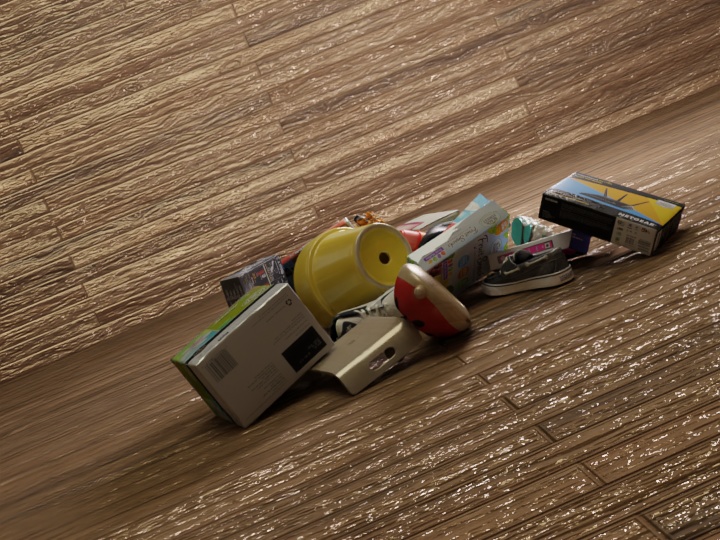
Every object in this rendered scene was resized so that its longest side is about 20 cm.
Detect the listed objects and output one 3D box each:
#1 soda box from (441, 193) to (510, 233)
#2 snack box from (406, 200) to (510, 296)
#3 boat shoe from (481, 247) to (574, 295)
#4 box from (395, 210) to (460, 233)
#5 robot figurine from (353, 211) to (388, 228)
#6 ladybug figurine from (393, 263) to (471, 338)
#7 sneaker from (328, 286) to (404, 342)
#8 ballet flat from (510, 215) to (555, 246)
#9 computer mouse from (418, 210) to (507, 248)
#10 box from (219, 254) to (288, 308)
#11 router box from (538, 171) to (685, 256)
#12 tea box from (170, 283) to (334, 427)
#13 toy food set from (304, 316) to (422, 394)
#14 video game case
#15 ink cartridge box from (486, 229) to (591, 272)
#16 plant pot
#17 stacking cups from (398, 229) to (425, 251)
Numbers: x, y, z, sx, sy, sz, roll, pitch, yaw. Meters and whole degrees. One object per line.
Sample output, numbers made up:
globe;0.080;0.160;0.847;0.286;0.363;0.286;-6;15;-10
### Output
soda box;0.191;-0.046;1.683;0.200;0.068;0.064;-47;52;-1
snack box;0.177;-0.020;1.589;0.200;0.053;0.142;-33;-32;-18
boat shoe;0.276;-0.003;1.507;0.072;0.068;0.200;-26;7;-31
box;0.161;-0.054;1.986;0.109;0.128;0.200;-25;7;-16
robot figurine;0.062;-0.048;1.880;0.058;0.200;0.145;-41;26;-1
ladybug figurine;0.105;0.053;1.369;0.072;0.136;0.200;-47;-22;4
sneaker;0.017;0.093;1.548;0.199;0.080;0.129;-17;11;39
ballet flat;0.363;-0.073;1.839;0.071;0.072;0.200;-22;9;2
computer mouse;0.209;-0.053;1.806;0.199;0.141;0.046;-19;42;-8
box;-0.182;0.086;1.709;0.050;0.201;0.158;-13;11;28
router box;0.420;-0.100;1.474;0.199;0.051;0.149;22;31;28
tea box;-0.182;0.135;1.451;0.200;0.134;0.197;-42;13;-21
toy food set;0.001;0.139;1.398;0.143;0.061;0.200;-37;11;-19
video game case;-0.080;-0.015;1.848;0.200;0.143;0.017;-33;50;7
ink cartridge box;0.335;-0.035;1.572;0.199;0.037;0.095;-21;-17;31
plant pot;0.000;0.000;1.690;0.200;0.201;0.189;-27;0;-35
stacking cups;0.167;-0.046;1.840;0.199;0.061;0.060;6;-5;-24
